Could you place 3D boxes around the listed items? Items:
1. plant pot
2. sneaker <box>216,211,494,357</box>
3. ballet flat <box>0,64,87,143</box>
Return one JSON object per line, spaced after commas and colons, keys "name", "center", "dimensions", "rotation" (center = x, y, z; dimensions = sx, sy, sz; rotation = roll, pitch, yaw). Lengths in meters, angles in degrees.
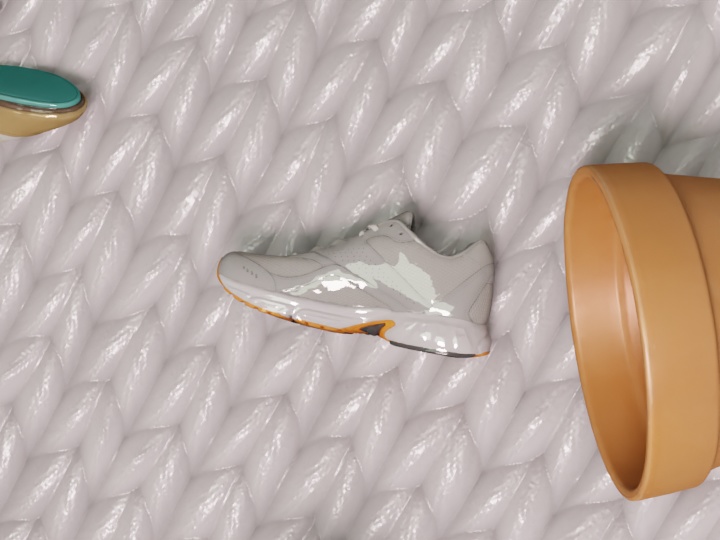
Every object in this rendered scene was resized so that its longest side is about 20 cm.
{"name": "plant pot", "center": [0.212, 0.028, 0.741], "dimensions": [0.138, 0.200, 0.203], "rotation": [-8, 89, 0]}
{"name": "sneaker", "center": [0.000, 0.000, 0.859], "dimensions": [0.198, 0.076, 0.093], "rotation": [12, 87, 7]}
{"name": "ballet flat", "center": [-0.294, -0.131, 0.946], "dimensions": [0.198, 0.069, 0.064], "rotation": [20, 124, 17]}
